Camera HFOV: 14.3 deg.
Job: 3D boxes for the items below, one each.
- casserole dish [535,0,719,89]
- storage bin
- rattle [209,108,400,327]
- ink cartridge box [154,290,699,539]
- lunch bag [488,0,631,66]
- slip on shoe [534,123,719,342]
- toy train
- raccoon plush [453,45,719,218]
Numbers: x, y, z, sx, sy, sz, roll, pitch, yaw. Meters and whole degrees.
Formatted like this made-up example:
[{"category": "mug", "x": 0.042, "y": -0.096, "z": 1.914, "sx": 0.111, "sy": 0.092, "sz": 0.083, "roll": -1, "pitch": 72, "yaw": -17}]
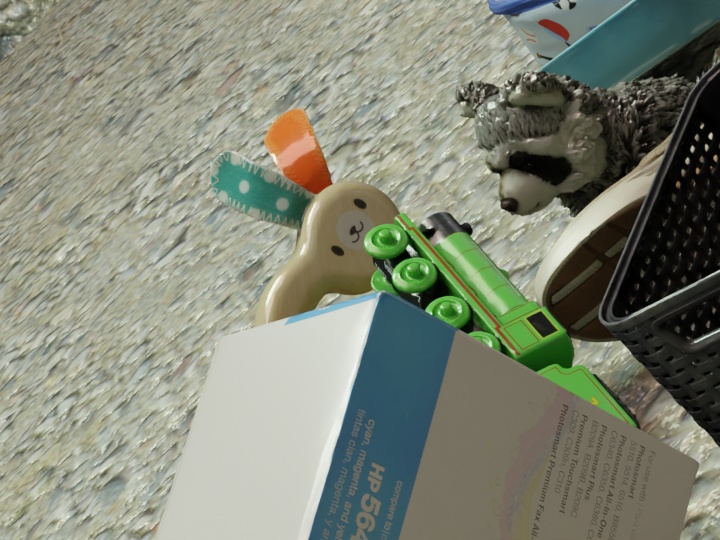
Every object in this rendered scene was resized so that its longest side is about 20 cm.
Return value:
[{"category": "casserole dish", "x": 0.168, "y": -0.139, "z": 1.627, "sx": 0.121, "sy": 0.039, "sz": 0.200, "roll": -33, "pitch": 0, "yaw": -35}, {"category": "storage bin", "x": 0.204, "y": -0.027, "z": 1.272, "sx": 0.135, "sy": 0.094, "sz": 0.200, "roll": -29, "pitch": 24, "yaw": 40}, {"category": "rattle", "x": 0.000, "y": 0.000, "z": 1.461, "sx": 0.130, "sy": 0.200, "sz": 0.143, "roll": -15, "pitch": -6, "yaw": -1}, {"category": "ink cartridge box", "x": 0.035, "y": 0.114, "z": 1.192, "sx": 0.129, "sy": 0.200, "sz": 0.125, "roll": -19, "pitch": 49, "yaw": 55}, {"category": "lunch bag", "x": 0.179, "y": -0.223, "z": 1.808, "sx": 0.160, "sy": 0.076, "sz": 0.200, "roll": -18, "pitch": 32, "yaw": 51}, {"category": "slip on shoe", "x": 0.166, "y": -0.041, "z": 1.412, "sx": 0.200, "sy": 0.076, "sz": 0.061, "roll": -42, "pitch": 25, "yaw": 0}, {"category": "toy train", "x": 0.067, "y": 0.035, "z": 1.373, "sx": 0.056, "sy": 0.042, "sz": 0.200, "roll": -26, "pitch": 48, "yaw": -14}, {"category": "raccoon plush", "x": 0.132, "y": -0.093, "z": 1.508, "sx": 0.097, "sy": 0.134, "sz": 0.200, "roll": -27, "pitch": 25, "yaw": 44}]
